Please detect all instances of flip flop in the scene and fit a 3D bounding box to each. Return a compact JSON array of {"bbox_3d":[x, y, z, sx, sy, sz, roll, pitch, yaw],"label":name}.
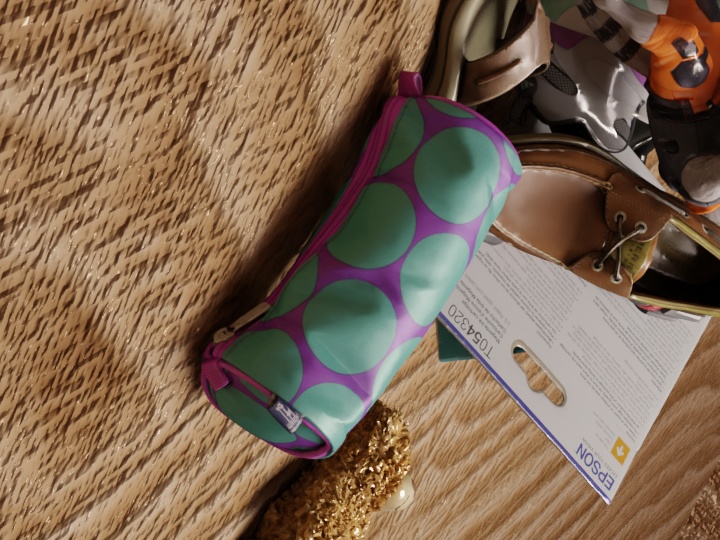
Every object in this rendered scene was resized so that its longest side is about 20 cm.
[{"bbox_3d":[0.073,-0.114,1.251,0.081,0.057,0.200,-33,150,-56],"label":"flip flop"}]

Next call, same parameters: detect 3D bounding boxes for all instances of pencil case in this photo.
[{"bbox_3d":[0.000,0.000,1.190,0.200,0.092,0.085,-55,-154,-15],"label":"pencil case"}]

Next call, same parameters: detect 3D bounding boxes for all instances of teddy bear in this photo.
[{"bbox_3d":[-0.028,0.176,1.459,0.200,0.067,0.145,-46,162,-36],"label":"teddy bear"}]

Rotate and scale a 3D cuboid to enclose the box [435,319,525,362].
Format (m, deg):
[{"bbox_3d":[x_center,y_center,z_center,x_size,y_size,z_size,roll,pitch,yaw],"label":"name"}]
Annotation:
[{"bbox_3d":[0.099,0.015,1.515,0.200,0.049,0.083,-3,87,-71],"label":"box"}]

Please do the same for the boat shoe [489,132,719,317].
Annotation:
[{"bbox_3d":[0.150,-0.024,1.293,0.199,0.068,0.072,15,110,-28],"label":"boat shoe"}]

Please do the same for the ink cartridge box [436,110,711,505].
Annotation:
[{"bbox_3d":[0.132,0.011,1.422,0.043,0.196,0.200,-7,-138,52],"label":"ink cartridge box"}]

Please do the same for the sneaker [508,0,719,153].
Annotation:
[{"bbox_3d":[0.161,-0.116,1.386,0.200,0.078,0.140,2,111,-41],"label":"sneaker"}]

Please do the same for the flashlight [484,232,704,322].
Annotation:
[{"bbox_3d":[0.133,-0.022,1.363,0.200,0.068,0.068,17,114,-34],"label":"flashlight"}]

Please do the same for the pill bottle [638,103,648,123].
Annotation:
[{"bbox_3d":[0.242,-0.194,1.498,0.120,0.119,0.200,-28,145,-61],"label":"pill bottle"}]

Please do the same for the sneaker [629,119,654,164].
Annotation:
[{"bbox_3d":[0.175,-0.013,1.528,0.076,0.090,0.201,7,78,-73],"label":"sneaker"}]

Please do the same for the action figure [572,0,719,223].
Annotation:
[{"bbox_3d":[0.191,-0.115,1.290,0.200,0.104,0.194,-75,143,-62],"label":"action figure"}]
